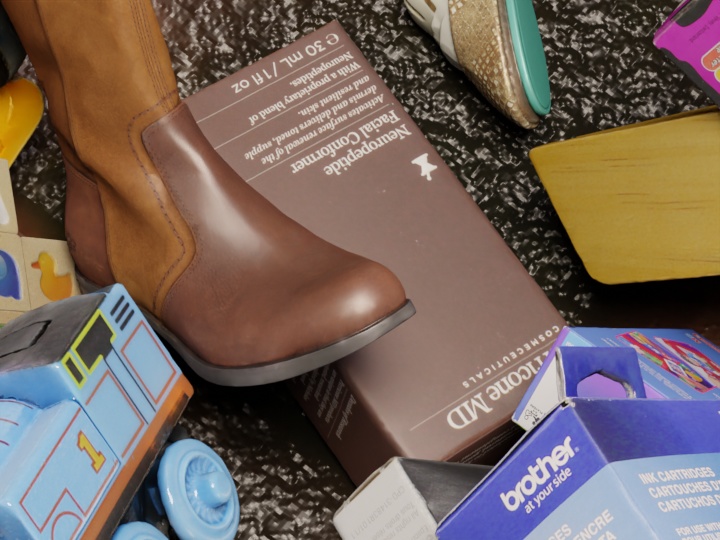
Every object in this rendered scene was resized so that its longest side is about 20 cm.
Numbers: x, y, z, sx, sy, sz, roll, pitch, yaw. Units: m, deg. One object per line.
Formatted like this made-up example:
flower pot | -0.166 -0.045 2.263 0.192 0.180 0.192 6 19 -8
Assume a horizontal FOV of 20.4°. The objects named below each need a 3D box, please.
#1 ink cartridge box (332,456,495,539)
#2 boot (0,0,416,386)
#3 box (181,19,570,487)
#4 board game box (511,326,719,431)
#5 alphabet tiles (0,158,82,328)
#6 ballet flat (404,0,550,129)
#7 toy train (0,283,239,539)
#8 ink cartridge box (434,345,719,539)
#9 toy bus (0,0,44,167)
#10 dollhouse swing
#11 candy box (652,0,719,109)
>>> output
ink cartridge box | 0.106 0.159 0.712 0.197 0.047 0.200 13 36 -51
boot | -0.069 -0.063 0.777 0.068 0.188 0.201 -26 113 -29
box | 0.000 0.000 0.874 0.100 0.075 0.200 -30 74 -22
board game box | 0.173 0.094 0.789 0.200 0.134 0.045 37 106 27
alphabet tiles | -0.161 0.047 0.782 0.166 0.006 0.201 6 71 -54
ballet flat | 0.052 -0.152 0.972 0.065 0.071 0.201 -11 60 15
toy train | -0.118 0.096 0.733 0.114 0.086 0.200 57 29 -18
ink cartridge box | 0.116 0.115 0.653 0.136 0.076 0.200 4 45 -50
toy bus | -0.261 -0.104 0.843 0.192 0.200 0.136 7 51 42
dollhouse swing | 0.216 0.004 0.881 0.199 0.182 0.176 -15 94 -34
candy box | 0.227 -0.065 0.742 0.200 0.136 0.061 45 52 -3
